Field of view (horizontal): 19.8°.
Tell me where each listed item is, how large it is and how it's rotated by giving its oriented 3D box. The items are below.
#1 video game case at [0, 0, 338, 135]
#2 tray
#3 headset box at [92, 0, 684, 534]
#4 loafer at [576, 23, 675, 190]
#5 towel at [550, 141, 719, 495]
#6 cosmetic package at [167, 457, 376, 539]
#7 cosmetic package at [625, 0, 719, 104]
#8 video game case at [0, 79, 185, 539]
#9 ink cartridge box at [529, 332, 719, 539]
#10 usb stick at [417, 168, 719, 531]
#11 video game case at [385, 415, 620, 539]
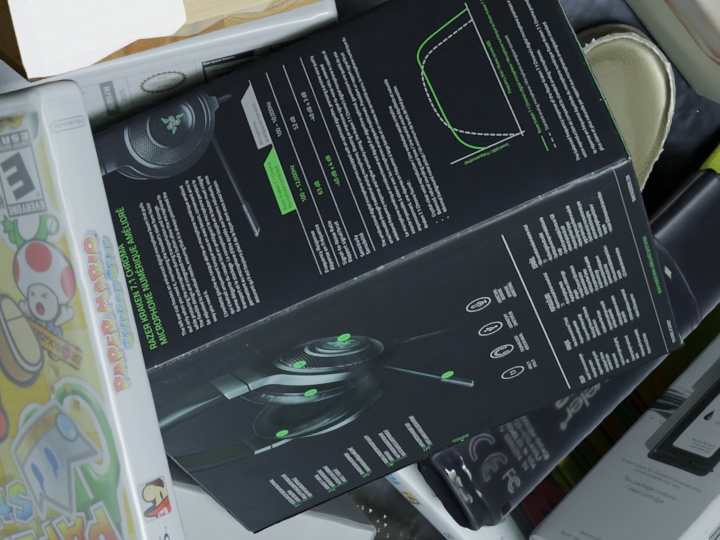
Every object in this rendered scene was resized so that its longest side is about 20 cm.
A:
[{"bbox_3d":[-0.074,-0.029,0.763,0.142,0.018,0.200,-14,153,-5],"label":"video game case"},{"bbox_3d":[-0.095,-0.110,0.706,0.098,0.200,0.037,-18,112,-18],"label":"tray"},{"bbox_3d":[0.000,0.000,0.733,0.199,0.093,0.174,-24,154,5],"label":"headset box"},{"bbox_3d":[0.080,-0.026,0.874,0.076,0.068,0.201,46,67,-23],"label":"loafer"},{"bbox_3d":[0.149,0.021,0.940,0.200,0.018,0.086,-49,113,-21],"label":"towel"},{"bbox_3d":[-0.106,0.098,0.838,0.199,0.107,0.091,20,101,-28],"label":"cosmetic package"},{"bbox_3d":[0.145,-0.166,0.865,0.103,0.087,0.200,-47,121,-3],"label":"cosmetic package"},{"bbox_3d":[-0.144,0.042,0.682,0.023,0.199,0.184,-20,100,-49],"label":"video game case"},{"bbox_3d":[0.174,0.101,0.914,0.200,0.068,0.117,-42,129,-26],"label":"ink cartridge box"},{"bbox_3d":[0.103,0.031,0.890,0.200,0.033,0.056,-42,114,-23],"label":"usb stick"},{"bbox_3d":[0.091,0.076,0.929,0.200,0.018,0.144,46,67,-22],"label":"video game case"}]
